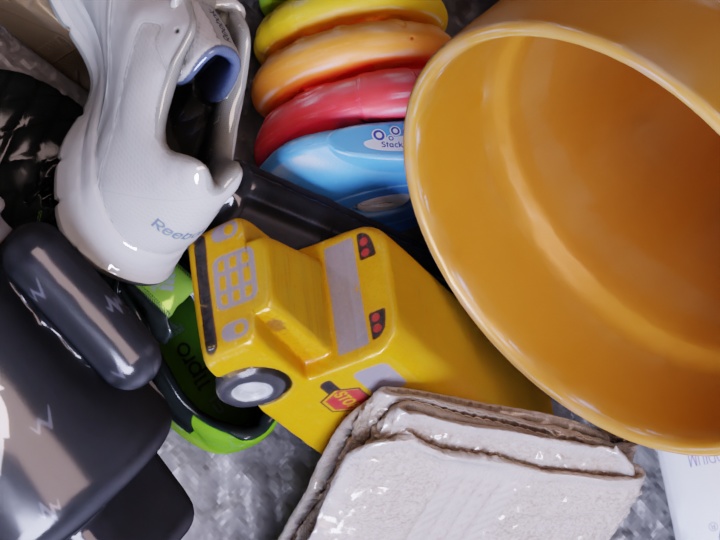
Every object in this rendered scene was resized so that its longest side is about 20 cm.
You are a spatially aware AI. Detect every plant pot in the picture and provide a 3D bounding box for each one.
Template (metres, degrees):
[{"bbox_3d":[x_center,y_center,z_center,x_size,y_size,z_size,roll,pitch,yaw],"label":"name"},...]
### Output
[{"bbox_3d":[0.150,-0.058,1.149,0.183,0.200,0.200,-42,101,-34],"label":"plant pot"}]

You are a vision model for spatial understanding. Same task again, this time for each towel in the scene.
[{"bbox_3d":[0.027,0.133,1.209,0.132,0.035,0.200,11,129,-19],"label":"towel"}]

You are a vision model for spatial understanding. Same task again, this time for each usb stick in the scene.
[{"bbox_3d":[0.000,0.000,1.226,0.200,0.055,0.033,23,52,-41],"label":"usb stick"}]

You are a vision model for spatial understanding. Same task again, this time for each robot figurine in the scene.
[{"bbox_3d":[-0.158,0.052,1.150,0.150,0.125,0.200,-38,98,-3],"label":"robot figurine"}]

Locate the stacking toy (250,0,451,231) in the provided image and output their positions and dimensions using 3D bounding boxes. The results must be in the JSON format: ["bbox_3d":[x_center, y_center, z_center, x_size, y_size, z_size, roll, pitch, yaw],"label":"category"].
[{"bbox_3d":[-0.007,-0.123,1.251,0.116,0.110,0.201,-5,74,-21],"label":"stacking toy"}]

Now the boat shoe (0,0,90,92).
[{"bbox_3d":[-0.147,-0.149,1.210,0.200,0.072,0.065,41,68,-15],"label":"boat shoe"}]

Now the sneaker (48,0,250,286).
[{"bbox_3d":[-0.077,-0.097,1.143,0.074,0.087,0.201,8,64,-38],"label":"sneaker"}]

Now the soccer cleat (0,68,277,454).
[{"bbox_3d":[-0.099,-0.007,1.210,0.067,0.081,0.200,-41,100,-17],"label":"soccer cleat"}]

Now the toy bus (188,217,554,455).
[{"bbox_3d":[0.007,0.041,1.198,0.200,0.078,0.065,41,35,-51],"label":"toy bus"}]

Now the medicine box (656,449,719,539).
[{"bbox_3d":[0.226,0.064,1.270,0.182,0.103,0.201,-12,91,12],"label":"medicine box"}]
